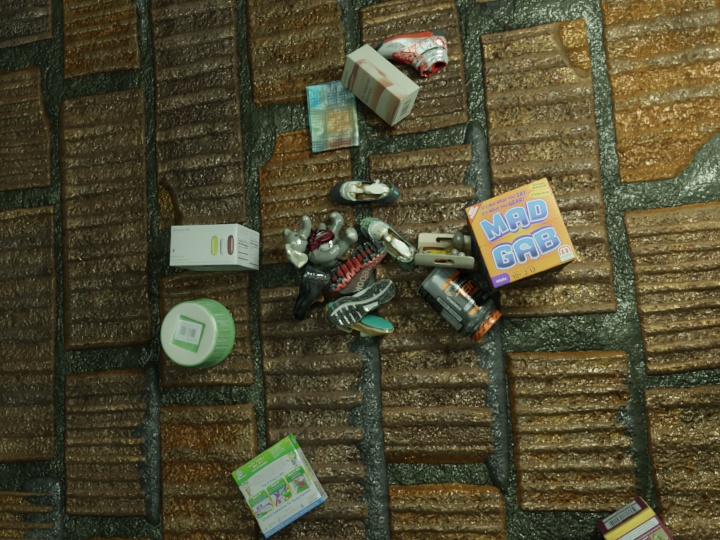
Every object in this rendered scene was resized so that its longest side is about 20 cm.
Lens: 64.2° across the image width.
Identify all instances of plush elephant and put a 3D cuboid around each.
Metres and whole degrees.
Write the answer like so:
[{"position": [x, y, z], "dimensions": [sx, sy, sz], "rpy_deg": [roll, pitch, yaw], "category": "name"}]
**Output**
[{"position": [-0.131, -0.079, 1.540], "dimensions": [0.154, 0.165, 0.201], "rpy_deg": [24, 111, -30], "category": "plush elephant"}]

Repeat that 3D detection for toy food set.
[{"position": [0.213, -0.058, 1.453], "dimensions": [0.142, 0.200, 0.061], "rpy_deg": [4, 108, 8], "category": "toy food set"}]

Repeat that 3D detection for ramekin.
[{"position": [-0.466, 0.179, 1.626], "dimensions": [0.198, 0.098, 0.203], "rpy_deg": [-1, 85, 12], "category": "ramekin"}]

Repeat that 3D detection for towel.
[{"position": [-0.079, -0.443, 1.640], "dimensions": [0.145, 0.022, 0.203], "rpy_deg": [-7, 84, 12], "category": "towel"}]

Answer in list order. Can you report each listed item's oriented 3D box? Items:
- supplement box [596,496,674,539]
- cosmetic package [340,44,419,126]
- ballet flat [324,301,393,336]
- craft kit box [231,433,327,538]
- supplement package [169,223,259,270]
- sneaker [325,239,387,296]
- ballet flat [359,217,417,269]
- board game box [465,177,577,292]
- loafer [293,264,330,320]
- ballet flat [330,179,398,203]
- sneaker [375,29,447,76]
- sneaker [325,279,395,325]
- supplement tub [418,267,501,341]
[{"position": [0.671, 0.658, 1.333], "dimensions": [0.130, 0.103, 0.201], "rpy_deg": [-34, 78, 7], "category": "supplement box"}, {"position": [0.051, -0.505, 1.563], "dimensions": [0.200, 0.104, 0.087], "rpy_deg": [43, 59, 14], "category": "cosmetic package"}, {"position": [-0.005, 0.144, 1.558], "dimensions": [0.198, 0.069, 0.064], "rpy_deg": [20, 117, 16], "category": "ballet flat"}, {"position": [-0.222, 0.586, 1.565], "dimensions": [0.199, 0.048, 0.199], "rpy_deg": [-34, 81, 7], "category": "craft kit box"}, {"position": [-0.405, -0.062, 1.606], "dimensions": [0.197, 0.156, 0.112], "rpy_deg": [-1, 84, 12], "category": "supplement package"}, {"position": [0.000, 0.000, 1.545], "dimensions": [0.200, 0.098, 0.071], "rpy_deg": [-40, 44, 9], "category": "sneaker"}, {"position": [0.080, -0.084, 1.547], "dimensions": [0.199, 0.074, 0.075], "rpy_deg": [38, 93, 12], "category": "ballet flat"}, {"position": [0.386, -0.078, 1.413], "dimensions": [0.198, 0.200, 0.202], "rpy_deg": [-20, 81, 9], "category": "board game box"}, {"position": [-0.134, 0.072, 1.537], "dimensions": [0.072, 0.201, 0.073], "rpy_deg": [16, 49, -4], "category": "loafer"}, {"position": [0.006, -0.221, 1.577], "dimensions": [0.198, 0.073, 0.074], "rpy_deg": [4, 86, 13], "category": "ballet flat"}, {"position": [0.142, -0.588, 1.581], "dimensions": [0.199, 0.067, 0.109], "rpy_deg": [-9, 81, 9], "category": "sneaker"}, {"position": [0.000, 0.092, 1.522], "dimensions": [0.198, 0.080, 0.074], "rpy_deg": [-24, 83, -11], "category": "sneaker"}, {"position": [0.255, 0.078, 1.467], "dimensions": [0.200, 0.122, 0.123], "rpy_deg": [43, 94, 12], "category": "supplement tub"}]
